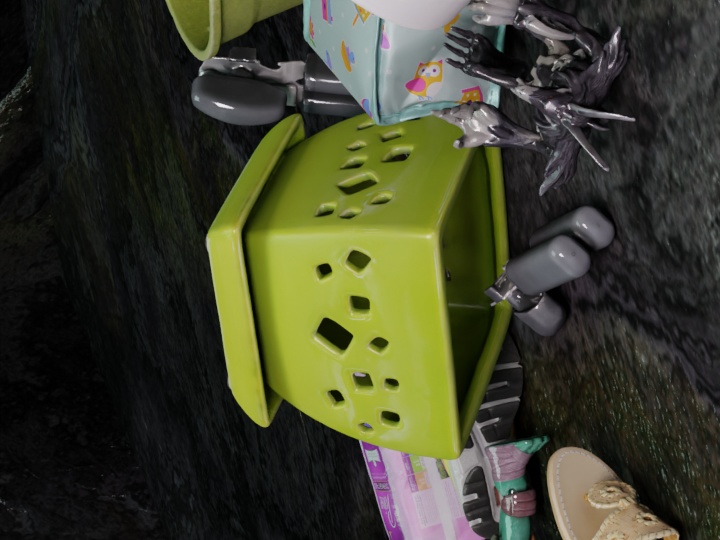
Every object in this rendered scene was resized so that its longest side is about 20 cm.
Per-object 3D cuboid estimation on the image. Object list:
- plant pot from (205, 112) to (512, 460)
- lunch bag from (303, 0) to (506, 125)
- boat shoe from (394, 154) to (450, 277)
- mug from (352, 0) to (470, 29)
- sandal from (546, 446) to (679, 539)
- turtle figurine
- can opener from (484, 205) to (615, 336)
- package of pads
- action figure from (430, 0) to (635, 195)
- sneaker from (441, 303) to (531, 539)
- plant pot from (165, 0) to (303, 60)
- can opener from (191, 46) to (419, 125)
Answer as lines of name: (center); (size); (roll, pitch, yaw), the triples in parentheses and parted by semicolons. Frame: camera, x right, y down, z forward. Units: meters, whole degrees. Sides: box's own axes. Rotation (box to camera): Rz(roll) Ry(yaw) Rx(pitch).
plant pot: (0.000, 0.000, 1.808); (0.199, 0.180, 0.201); (-66, -27, -54)
lunch bag: (0.028, -0.225, 1.742); (0.170, 0.121, 0.201); (-126, 31, -55)
boat shoe: (0.044, -0.024, 2.005); (0.072, 0.068, 0.201); (-177, 71, -74)
mug: (0.057, -0.270, 1.507); (0.175, 0.147, 0.200); (-47, 14, 32)
sandal: (0.196, 0.201, 1.685); (0.070, 0.077, 0.213); (-46, 54, 46)
turtle figurine: (0.134, 0.227, 1.883); (0.150, 0.100, 0.201); (156, 104, -76)
can opener: (0.139, 0.003, 1.734); (0.067, 0.053, 0.200); (42, 166, -5)
package of pads: (0.043, 0.149, 2.189); (0.120, 0.075, 0.201); (162, 92, -79)
action figure: (0.100, -0.125, 1.585); (0.200, 0.102, 0.119); (-123, 48, -61)
sneaker: (0.085, 0.110, 1.980); (0.090, 0.078, 0.201); (-118, 19, -63)
plant pot: (-0.057, -0.277, 1.878); (0.200, 0.183, 0.202); (165, 90, -76)
can opener: (-0.029, -0.132, 1.905); (0.053, 0.199, 0.067); (97, 174, -58)
